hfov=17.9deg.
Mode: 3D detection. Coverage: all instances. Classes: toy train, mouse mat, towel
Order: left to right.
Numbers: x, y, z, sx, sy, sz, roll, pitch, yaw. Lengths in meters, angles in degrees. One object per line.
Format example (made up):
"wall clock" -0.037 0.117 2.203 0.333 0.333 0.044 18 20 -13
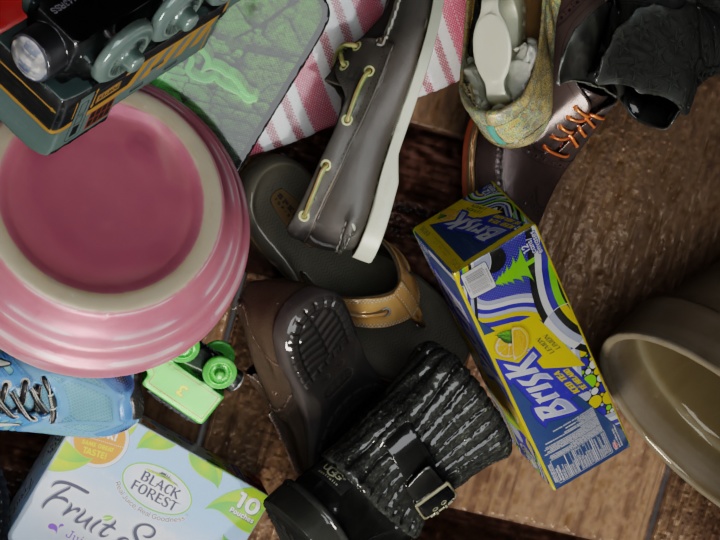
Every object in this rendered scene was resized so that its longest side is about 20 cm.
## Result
"toy train" -0.163 0.027 1.444 0.200 0.042 0.056 36 102 -15
"toy train" -0.139 -0.150 1.352 0.085 0.114 0.200 42 48 8
"mouse mat" -0.139 -0.151 1.448 0.200 0.008 0.161 31 98 -6
"towel" -0.025 -0.168 1.482 0.200 0.030 0.147 -21 103 -5

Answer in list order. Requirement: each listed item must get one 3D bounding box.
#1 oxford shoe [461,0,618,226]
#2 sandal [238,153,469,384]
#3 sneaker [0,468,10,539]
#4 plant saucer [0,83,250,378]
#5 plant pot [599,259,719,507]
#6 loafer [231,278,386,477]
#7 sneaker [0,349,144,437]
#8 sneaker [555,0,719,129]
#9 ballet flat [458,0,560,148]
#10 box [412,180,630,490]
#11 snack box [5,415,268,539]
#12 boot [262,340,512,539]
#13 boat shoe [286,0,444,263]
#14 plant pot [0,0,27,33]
"oxford shoe" 0.121 -0.099 1.491 0.071 0.072 0.200 8 100 -41
"sandal" 0.000 0.000 1.488 0.200 0.055 0.082 49 62 -16
"sneaker" -0.268 0.213 1.437 0.066 0.078 0.201 24 57 -43
"plant saucer" -0.162 -0.036 1.389 0.200 0.051 0.201 6 68 -14
"plant pot" 0.289 0.055 1.520 0.174 0.200 0.200 -45 106 -18
"loafer" -0.032 0.070 1.479 0.073 0.071 0.200 -39 141 -25
"sneaker" -0.230 0.081 1.412 0.199 0.090 0.079 4 118 16
"sneaker" 0.196 -0.136 1.465 0.200 0.060 0.104 27 75 -54
"ballet flat" 0.094 -0.179 1.452 0.071 0.071 0.201 5 80 -13
"box" 0.106 0.044 1.493 0.064 0.070 0.200 -30 125 -7
"snack box" -0.171 0.195 1.500 0.142 0.053 0.200 31 92 -16
"boot" 0.029 0.154 1.494 0.158 0.079 0.211 -44 151 -17
"boat shoe" 0.006 -0.109 1.440 0.060 0.072 0.202 15 87 -5
"plant pot" -0.226 -0.256 1.338 0.200 0.200 0.177 -41 88 -3
